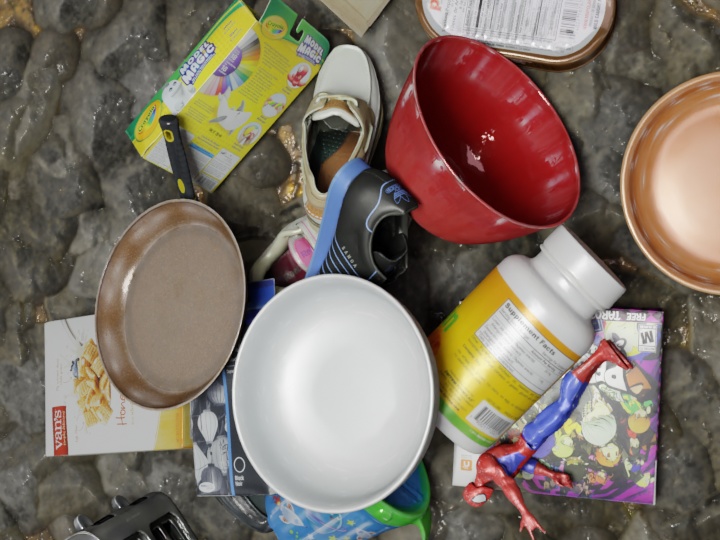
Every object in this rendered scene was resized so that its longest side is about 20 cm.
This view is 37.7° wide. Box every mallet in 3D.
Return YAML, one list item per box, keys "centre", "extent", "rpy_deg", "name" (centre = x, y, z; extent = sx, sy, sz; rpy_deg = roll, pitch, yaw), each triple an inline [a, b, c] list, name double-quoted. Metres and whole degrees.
- centre: [-0.161, -0.065, 1.047]
  extent: [0.065, 0.042, 0.202]
  rpy_deg: [12, 135, 10]
  name: "mallet"

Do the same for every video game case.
- centre: [0.189, 0.124, 1.019]
  extent: [0.196, 0.036, 0.185]
  rpy_deg: [3, 94, 14]
  name: "video game case"

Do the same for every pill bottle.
- centre: [0.140, 0.058, 0.952]
  extent: [0.111, 0.111, 0.200]
  rpy_deg: [45, 102, 9]
  name: "pill bottle"

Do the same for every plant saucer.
- centre: [0.340, -0.080, 0.972]
  extent: [0.196, 0.037, 0.205]
  rpy_deg: [0, 92, 14]
  name: "plant saucer"
- centre: [-0.178, 0.033, 1.017]
  extent: [0.197, 0.032, 0.205]
  rpy_deg: [-7, 77, 34]
  name: "plant saucer"

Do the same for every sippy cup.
- centre: [-0.021, 0.214, 1.035]
  extent: [0.130, 0.139, 0.180]
  rpy_deg: [-39, 56, 23]
  name: "sippy cup"

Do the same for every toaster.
- centre: [-0.231, 0.337, 1.061]
  extent: [0.118, 0.181, 0.201]
  rpy_deg: [-37, 82, 11]
  name: "toaster"

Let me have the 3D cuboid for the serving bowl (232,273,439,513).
- centre: [-0.015, 0.108, 0.930]
  extent: [0.197, 0.066, 0.205]
  rpy_deg: [-3, 83, 26]
  name: "serving bowl"

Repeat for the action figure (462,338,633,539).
- centre: [0.182, 0.166, 0.968]
  extent: [0.200, 0.065, 0.099]
  rpy_deg: [-43, 71, 13]
  name: "action figure"

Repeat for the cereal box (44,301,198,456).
- centre: [-0.248, 0.116, 1.092]
  extent: [0.197, 0.039, 0.147]
  rpy_deg: [-10, 79, 30]
  name: "cereal box"

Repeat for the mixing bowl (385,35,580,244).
- centre: [0.096, -0.101, 0.973]
  extent: [0.108, 0.199, 0.202]
  rpy_deg: [-40, 82, 43]
  name: "mixing bowl"

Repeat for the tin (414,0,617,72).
- centre: [0.148, -0.258, 1.016]
  extent: [0.196, 0.042, 0.114]
  rpy_deg: [11, 91, 14]
  name: "tin"

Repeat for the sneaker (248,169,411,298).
- centre: [-0.030, -0.024, 1.043]
  extent: [0.199, 0.088, 0.082]
  rpy_deg: [-40, 83, 12]
  name: "sneaker"

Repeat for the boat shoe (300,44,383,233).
- centre: [-0.018, -0.138, 1.011]
  extent: [0.073, 0.069, 0.204]
  rpy_deg: [0, 65, 6]
  name: "boat shoe"

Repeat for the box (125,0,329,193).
- centre: [-0.127, -0.179, 1.045]
  extent: [0.200, 0.117, 0.049]
  rpy_deg: [-45, 59, 12]
  name: "box"

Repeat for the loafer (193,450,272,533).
- centre: [-0.135, 0.174, 1.084]
  extent: [0.070, 0.068, 0.202]
  rpy_deg: [-40, 78, 32]
  name: "loafer"

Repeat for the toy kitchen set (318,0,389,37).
- centre: [-0.099, -0.314, 1.060]
  extent: [0.164, 0.180, 0.200]
  rpy_deg: [-51, 40, 7]
  name: "toy kitchen set"

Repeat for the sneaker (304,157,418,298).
- centre: [0.000, 0.000, 0.963]
  extent: [0.077, 0.070, 0.203]
  rpy_deg: [35, 134, 28]
  name: "sneaker"

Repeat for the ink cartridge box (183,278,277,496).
- centre: [-0.121, 0.113, 1.015]
  extent: [0.098, 0.039, 0.204]
  rpy_deg: [-10, 82, 36]
  name: "ink cartridge box"
